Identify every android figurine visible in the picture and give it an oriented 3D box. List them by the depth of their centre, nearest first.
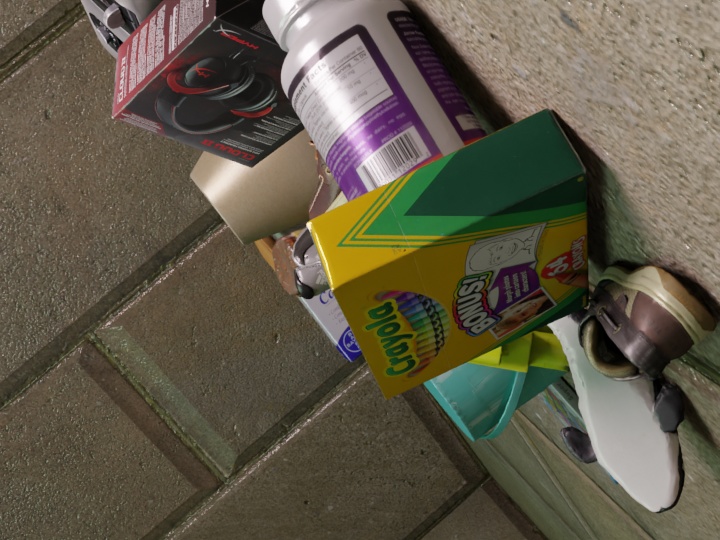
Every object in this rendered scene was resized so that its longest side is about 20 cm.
[{"bbox_3d":[0.098,0.051,1.035,0.196,0.042,0.182,11,-168,11],"label":"android figurine"}]

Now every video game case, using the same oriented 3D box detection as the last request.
[{"bbox_3d":[0.246,0.162,1.367,0.200,0.018,0.144,49,174,28],"label":"video game case"}]

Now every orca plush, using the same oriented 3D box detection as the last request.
[{"bbox_3d":[0.208,0.100,0.939,0.200,0.106,0.071,48,-154,15],"label":"orca plush"}]

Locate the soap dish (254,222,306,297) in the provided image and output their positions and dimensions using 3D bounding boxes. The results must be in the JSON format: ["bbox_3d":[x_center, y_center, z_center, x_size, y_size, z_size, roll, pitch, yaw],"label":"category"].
[{"bbox_3d":[-0.023,-0.047,1.297,0.157,0.197,0.083,-138,36,-58],"label":"soap dish"}]

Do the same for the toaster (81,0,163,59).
[{"bbox_3d":[-0.160,-0.277,1.032,0.119,0.199,0.181,46,167,17],"label":"toaster"}]

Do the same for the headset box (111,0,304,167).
[{"bbox_3d":[-0.110,-0.169,0.955,0.147,0.199,0.076,18,-119,-34],"label":"headset box"}]

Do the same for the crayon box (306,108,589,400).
[{"bbox_3d":[0.068,-0.001,0.772,0.201,0.170,0.059,66,178,-61],"label":"crayon box"}]

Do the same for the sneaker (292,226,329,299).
[{"bbox_3d":[0.000,0.000,1.049,0.200,0.115,0.076,40,163,54],"label":"sneaker"}]

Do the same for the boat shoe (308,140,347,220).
[{"bbox_3d":[-0.006,-0.111,0.986,0.072,0.072,0.200,45,143,6],"label":"boat shoe"}]

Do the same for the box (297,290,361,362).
[{"bbox_3d":[-0.008,-0.014,1.499,0.201,0.183,0.105,51,177,-2],"label":"box"}]

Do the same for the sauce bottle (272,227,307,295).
[{"bbox_3d":[0.005,-0.030,1.183,0.066,0.197,0.067,35,134,49],"label":"sauce bottle"}]

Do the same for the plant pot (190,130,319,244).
[{"bbox_3d":[-0.075,-0.126,1.190,0.188,0.199,0.187,50,175,5],"label":"plant pot"}]

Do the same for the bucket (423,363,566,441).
[{"bbox_3d":[0.118,0.074,1.216,0.208,0.134,0.207,52,177,3],"label":"bucket"}]

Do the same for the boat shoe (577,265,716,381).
[{"bbox_3d":[0.179,0.040,0.768,0.073,0.065,0.200,49,176,7],"label":"boat shoe"}]

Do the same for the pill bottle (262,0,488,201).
[{"bbox_3d":[0.010,-0.125,0.816,0.202,0.110,0.112,60,178,11],"label":"pill bottle"}]
